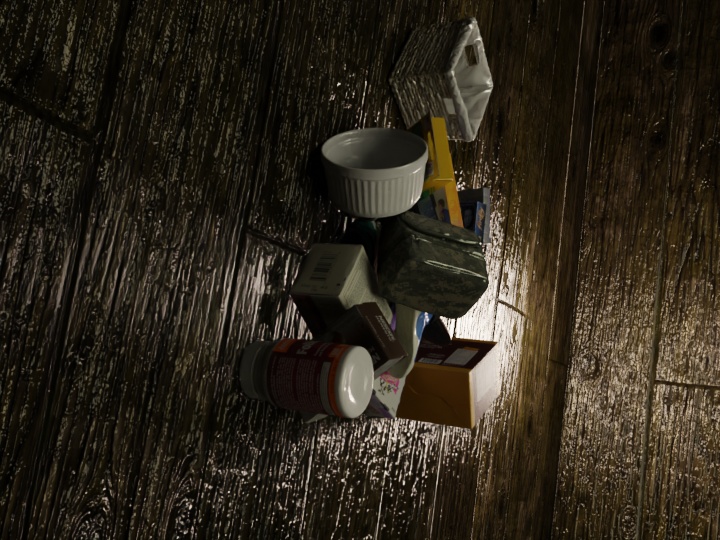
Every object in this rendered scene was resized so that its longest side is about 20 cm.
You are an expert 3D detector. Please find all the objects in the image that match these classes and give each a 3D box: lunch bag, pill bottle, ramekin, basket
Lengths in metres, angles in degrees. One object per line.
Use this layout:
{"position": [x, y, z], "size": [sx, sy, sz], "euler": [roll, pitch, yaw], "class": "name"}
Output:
{"position": [0.129, -0.026, 1.559], "size": [0.169, 0.198, 0.140], "euler": [-94, -154, -42], "class": "lunch bag"}
{"position": [-0.089, 0.170, 1.349], "size": [0.114, 0.198, 0.115], "euler": [-12, 103, -62], "class": "pill bottle"}
{"position": [0.026, -0.181, 1.547], "size": [0.200, 0.199, 0.106], "euler": [-48, 144, -50], "class": "ramekin"}
{"position": [0.183, -0.422, 1.850], "size": [0.201, 0.160, 0.199], "euler": [-66, 146, -33], "class": "basket"}

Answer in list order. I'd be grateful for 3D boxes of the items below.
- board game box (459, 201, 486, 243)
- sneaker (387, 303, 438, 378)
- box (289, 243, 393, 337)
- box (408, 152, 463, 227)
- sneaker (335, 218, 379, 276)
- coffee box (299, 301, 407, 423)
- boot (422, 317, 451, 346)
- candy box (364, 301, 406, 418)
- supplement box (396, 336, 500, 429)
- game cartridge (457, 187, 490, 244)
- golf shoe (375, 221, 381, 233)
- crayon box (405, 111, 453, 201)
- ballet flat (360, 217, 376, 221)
{"position": [0.187, -0.080, 1.852], "size": [0.034, 0.199, 0.137], "euler": [11, 83, -43], "class": "board game box"}
{"position": [0.110, 0.115, 1.666], "size": [0.111, 0.076, 0.202], "euler": [-18, 120, -50], "class": "sneaker"}
{"position": [-0.032, 0.063, 1.545], "size": [0.128, 0.108, 0.201], "euler": [-65, 146, -37], "class": "box"}
{"position": [0.145, -0.153, 1.711], "size": [0.041, 0.119, 0.202], "euler": [-9, 86, -41], "class": "box"}
{"position": [0.000, 0.000, 1.622], "size": [0.121, 0.083, 0.202], "euler": [-17, 101, -66], "class": "sneaker"}
{"position": [-0.033, 0.158, 1.429], "size": [0.115, 0.200, 0.080], "euler": [58, 24, 15], "class": "coffee box"}
{"position": [0.135, 0.073, 1.832], "size": [0.200, 0.075, 0.097], "euler": [46, 32, -7], "class": "boot"}
{"position": [0.040, 0.182, 1.735], "size": [0.168, 0.071, 0.201], "euler": [57, 44, -49], "class": "candy box"}
{"position": [0.195, 0.248, 1.905], "size": [0.200, 0.196, 0.134], "euler": [-29, 118, -57], "class": "supplement box"}
{"position": [0.209, -0.112, 1.883], "size": [0.038, 0.199, 0.131], "euler": [16, 74, -42], "class": "game cartridge"}
{"position": [0.073, -0.058, 1.776], "size": [0.200, 0.078, 0.098], "euler": [-8, 106, -61], "class": "golf shoe"}
{"position": [0.121, -0.215, 1.622], "size": [0.051, 0.200, 0.127], "euler": [-4, 80, -22], "class": "crayon box"}
{"position": [0.033, -0.179, 1.678], "size": [0.069, 0.069, 0.202], "euler": [43, 44, -56], "class": "ballet flat"}
